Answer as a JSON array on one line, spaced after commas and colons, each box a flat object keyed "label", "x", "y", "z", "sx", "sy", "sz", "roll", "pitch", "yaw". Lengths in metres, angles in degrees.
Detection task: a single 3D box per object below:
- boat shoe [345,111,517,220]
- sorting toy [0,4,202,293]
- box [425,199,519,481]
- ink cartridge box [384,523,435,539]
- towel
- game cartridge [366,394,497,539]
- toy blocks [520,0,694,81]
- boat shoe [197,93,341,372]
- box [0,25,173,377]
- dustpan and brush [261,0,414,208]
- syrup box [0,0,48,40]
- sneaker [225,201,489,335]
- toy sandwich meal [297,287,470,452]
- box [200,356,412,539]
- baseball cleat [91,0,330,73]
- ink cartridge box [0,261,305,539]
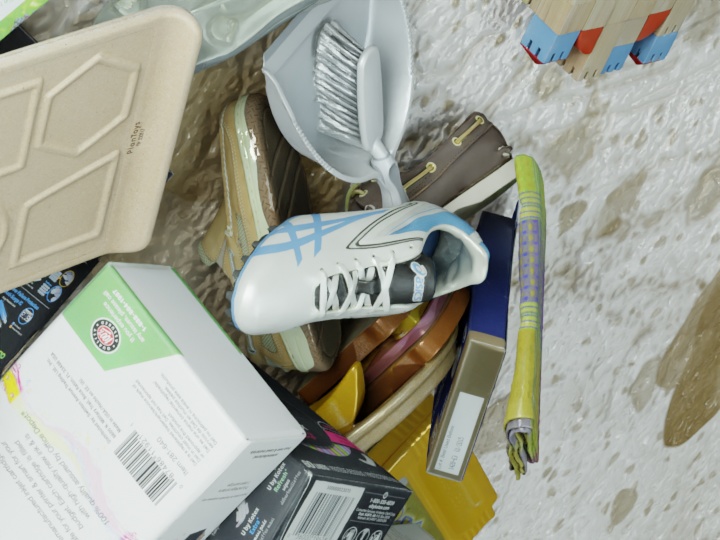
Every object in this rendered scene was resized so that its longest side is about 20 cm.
[{"label": "boat shoe", "x": 0.026, "y": -0.043, "z": 1.852, "sx": 0.200, "sy": 0.060, "sz": 0.072, "roll": -32, "pitch": 174, "yaw": -26}, {"label": "sorting toy", "x": -0.193, "y": -0.059, "z": 1.495, "sx": 0.199, "sy": 0.036, "sz": 0.186, "roll": -18, "pitch": 142, "yaw": -34}, {"label": "box", "x": 0.082, "y": 0.044, "z": 1.939, "sx": 0.200, "sy": 0.032, "sz": 0.122, "roll": -78, "pitch": -176, "yaw": -56}, {"label": "ink cartridge box", "x": -0.039, "y": 0.272, "z": 2.019, "sx": 0.200, "sy": 0.047, "sz": 0.161, "roll": 4, "pitch": 117, "yaw": -46}, {"label": "towel", "x": 0.114, "y": 0.034, "z": 1.857, "sx": 0.144, "sy": 0.023, "sz": 0.201, "roll": 70, "pitch": 22, "yaw": -73}, {"label": "game cartridge", "x": 0.018, "y": 0.212, "z": 2.092, "sx": 0.200, "sy": 0.032, "sz": 0.176, "roll": -45, "pitch": 145, "yaw": -10}, {"label": "toy blocks", "x": 0.173, "y": -0.196, "z": 1.881, "sx": 0.200, "sy": 0.100, "sz": 0.137, "roll": -16, "pitch": 142, "yaw": -43}, {"label": "boat shoe", "x": -0.072, "y": -0.019, "z": 1.745, "sx": 0.072, "sy": 0.076, "sz": 0.201, "roll": -57, "pitch": 140, "yaw": -57}, {"label": "box", "x": -0.227, "y": -0.034, "z": 1.561, "sx": 0.199, "sy": 0.050, "sz": 0.200, "roll": -52, "pitch": 146, "yaw": -4}, {"label": "dustpan and brush", "x": 0.003, "y": -0.092, "z": 1.745, "sx": 0.140, "sy": 0.057, "sz": 0.201, "roll": -51, "pitch": 148, "yaw": -36}, {"label": "syrup box", "x": -0.166, "y": -0.218, "z": 1.444, "sx": 0.200, "sy": 0.081, "sz": 0.079, "roll": -41, "pitch": 145, "yaw": -16}, {"label": "sneaker", "x": 0.000, "y": 0.000, "z": 1.707, "sx": 0.199, "sy": 0.072, "sz": 0.072, "roll": -16, "pitch": 119, "yaw": -40}, {"label": "toy sandwich meal", "x": -0.012, "y": 0.074, "z": 1.860, "sx": 0.205, "sy": 0.070, "sz": 0.205, "roll": -37, "pitch": -171, "yaw": 7}, {"label": "box", "x": -0.087, "y": 0.126, "z": 1.736, "sx": 0.122, "sy": 0.200, "sz": 0.106, "roll": 17, "pitch": 106, "yaw": -55}, {"label": "baseball cleat", "x": -0.069, "y": -0.162, "z": 1.623, "sx": 0.199, "sy": 0.070, "sz": 0.106, "roll": -24, "pitch": 173, "yaw": -9}, {"label": "ink cartridge box", "x": -0.157, "y": 0.115, "z": 1.645, "sx": 0.200, "sy": 0.145, "sz": 0.084, "roll": -46, "pitch": 161, "yaw": 18}]
